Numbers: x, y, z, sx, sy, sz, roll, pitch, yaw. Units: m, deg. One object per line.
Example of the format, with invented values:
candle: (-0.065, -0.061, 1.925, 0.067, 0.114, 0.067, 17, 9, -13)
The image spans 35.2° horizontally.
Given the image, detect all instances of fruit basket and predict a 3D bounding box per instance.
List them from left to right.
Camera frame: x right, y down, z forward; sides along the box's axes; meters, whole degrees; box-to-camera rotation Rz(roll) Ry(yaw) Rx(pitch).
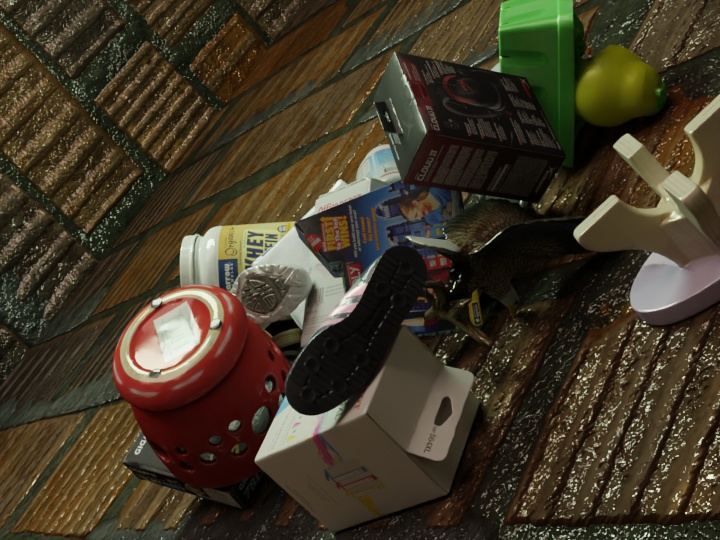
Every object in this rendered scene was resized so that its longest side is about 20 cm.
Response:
fruit basket: (0.269, -0.236, 1.384, 0.215, 0.216, 0.156, -35, 22, 27)

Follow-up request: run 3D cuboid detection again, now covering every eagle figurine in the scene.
eagle figurine: (0.152, -0.016, 1.208, 0.200, 0.152, 0.151, -43, -21, -13)

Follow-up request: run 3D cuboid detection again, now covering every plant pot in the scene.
plant pot: (-0.193, 0.134, 1.381, 0.198, 0.183, 0.202, -16, 44, 16)

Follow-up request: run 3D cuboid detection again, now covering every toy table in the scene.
toy table: (0.297, -0.059, 1.021, 0.200, 0.117, 0.184, -47, 19, -1)

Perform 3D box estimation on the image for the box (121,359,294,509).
box: (-0.184, 0.197, 1.484, 0.197, 0.050, 0.201, 9, 55, 34)

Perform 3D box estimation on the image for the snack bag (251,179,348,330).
snack bag: (-0.033, -0.005, 1.547, 0.188, 0.200, 0.021, -43, -25, 7)

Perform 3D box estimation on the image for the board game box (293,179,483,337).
board game box: (0.028, -0.012, 1.304, 0.197, 0.203, 0.062, -8, -18, 3)

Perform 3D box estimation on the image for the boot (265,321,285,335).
boot: (-0.127, 0.016, 1.827, 0.201, 0.073, 0.150, -54, 20, -8)

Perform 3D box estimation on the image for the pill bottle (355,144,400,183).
pill bottle: (0.049, -0.117, 1.665, 0.109, 0.109, 0.200, -41, 19, 13)

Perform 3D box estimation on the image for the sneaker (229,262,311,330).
sneaker: (-0.134, 0.041, 1.510, 0.199, 0.079, 0.099, -27, -6, 32)

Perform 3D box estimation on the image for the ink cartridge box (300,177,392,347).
ink cartridge box: (0.000, 0.000, 1.440, 0.147, 0.085, 0.203, -13, 67, 58)

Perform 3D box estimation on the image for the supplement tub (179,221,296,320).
supplement tub: (-0.158, 0.004, 1.676, 0.197, 0.146, 0.145, -4, 27, 3)

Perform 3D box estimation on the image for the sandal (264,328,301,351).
sandal: (-0.148, 0.101, 1.631, 0.077, 0.070, 0.211, -10, -14, -35)

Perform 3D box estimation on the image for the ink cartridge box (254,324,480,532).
ink cartridge box: (0.016, 0.159, 1.154, 0.199, 0.125, 0.129, -29, 24, 40)

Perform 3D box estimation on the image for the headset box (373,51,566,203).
headset box: (0.111, -0.163, 1.281, 0.150, 0.198, 0.075, -107, 33, -41)

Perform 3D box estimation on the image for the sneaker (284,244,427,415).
sneaker: (-0.007, 0.066, 1.122, 0.200, 0.070, 0.082, -49, 3, -22)

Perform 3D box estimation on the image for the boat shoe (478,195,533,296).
boat shoe: (0.145, -0.027, 1.357, 0.202, 0.073, 0.060, -63, -23, -4)

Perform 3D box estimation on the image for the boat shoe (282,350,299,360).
boat shoe: (-0.155, 0.184, 1.579, 0.199, 0.072, 0.068, -36, 57, 8)

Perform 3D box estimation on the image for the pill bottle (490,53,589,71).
pill bottle: (0.220, -0.235, 1.539, 0.199, 0.113, 0.114, -39, 20, 16)
